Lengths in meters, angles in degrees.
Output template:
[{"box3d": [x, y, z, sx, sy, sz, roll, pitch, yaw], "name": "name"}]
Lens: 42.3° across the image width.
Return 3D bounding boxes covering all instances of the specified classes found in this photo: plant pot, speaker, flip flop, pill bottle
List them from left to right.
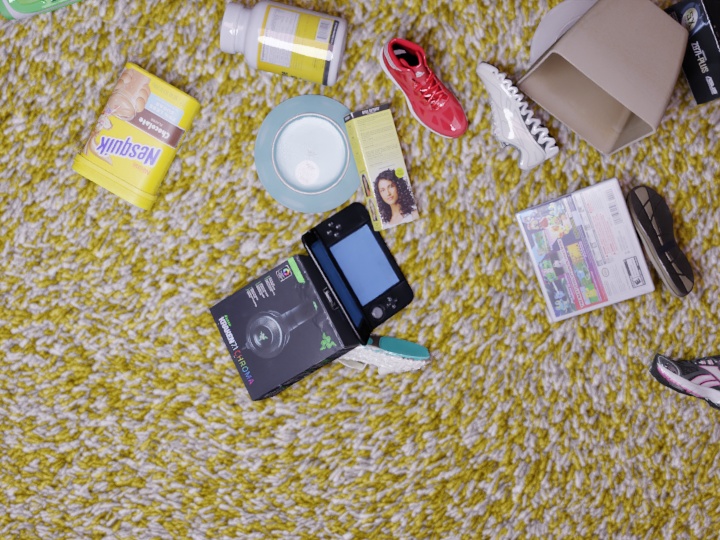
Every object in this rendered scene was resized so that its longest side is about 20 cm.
[{"box3d": [-0.504, -0.481, 1.534, 0.197, 0.088, 0.090, -18, 95, 2], "name": "speaker"}, {"box3d": [-0.125, -0.378, 1.527, 0.197, 0.112, 0.114, 13, 96, 0], "name": "pill bottle"}, {"box3d": [0.397, -0.329, 1.473, 0.199, 0.200, 0.178, 36, 83, -3], "name": "plant pot"}, {"box3d": [0.501, -0.047, 1.579, 0.080, 0.057, 0.203, -22, 85, -28], "name": "flip flop"}]

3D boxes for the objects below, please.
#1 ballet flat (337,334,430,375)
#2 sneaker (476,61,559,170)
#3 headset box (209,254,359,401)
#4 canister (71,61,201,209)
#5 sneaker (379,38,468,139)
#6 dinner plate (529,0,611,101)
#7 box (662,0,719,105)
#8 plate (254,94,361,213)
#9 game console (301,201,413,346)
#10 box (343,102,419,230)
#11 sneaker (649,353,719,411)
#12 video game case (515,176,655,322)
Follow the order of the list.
[{"box3d": [0.022, 0.144, 1.606, 0.197, 0.072, 0.073, 14, 96, 4], "name": "ballet flat"}, {"box3d": [0.249, -0.259, 1.560, 0.081, 0.075, 0.201, -36, 94, 12], "name": "sneaker"}, {"box3d": [-0.120, 0.091, 1.546, 0.198, 0.093, 0.176, -30, 80, 14], "name": "headset box"}, {"box3d": [-0.373, -0.226, 1.557, 0.147, 0.087, 0.202, 28, 94, -3], "name": "canister"}, {"box3d": [0.104, -0.298, 1.531, 0.200, 0.116, 0.078, 44, 94, -3], "name": "sneaker"}, {"box3d": [0.386, -0.363, 1.570, 0.196, 0.024, 0.204, 0, 96, 1], "name": "dinner plate"}, {"box3d": [0.603, -0.382, 1.494, 0.198, 0.086, 0.166, -26, 96, -27], "name": "box"}, {"box3d": [-0.085, -0.199, 1.588, 0.196, 0.026, 0.204, 0, 95, -1], "name": "plate"}, {"box3d": [0.000, 0.000, 1.531, 0.175, 0.116, 0.202, -32, 96, -24], "name": "game console"}, {"box3d": [0.035, -0.174, 1.568, 0.074, 0.050, 0.203, -18, 95, -17], "name": "box"}, {"box3d": [0.594, 0.180, 1.604, 0.198, 0.080, 0.087, 24, 83, -10], "name": "sneaker"}, {"box3d": [0.380, -0.033, 1.578, 0.180, 0.023, 0.203, -19, 96, 19], "name": "video game case"}]
